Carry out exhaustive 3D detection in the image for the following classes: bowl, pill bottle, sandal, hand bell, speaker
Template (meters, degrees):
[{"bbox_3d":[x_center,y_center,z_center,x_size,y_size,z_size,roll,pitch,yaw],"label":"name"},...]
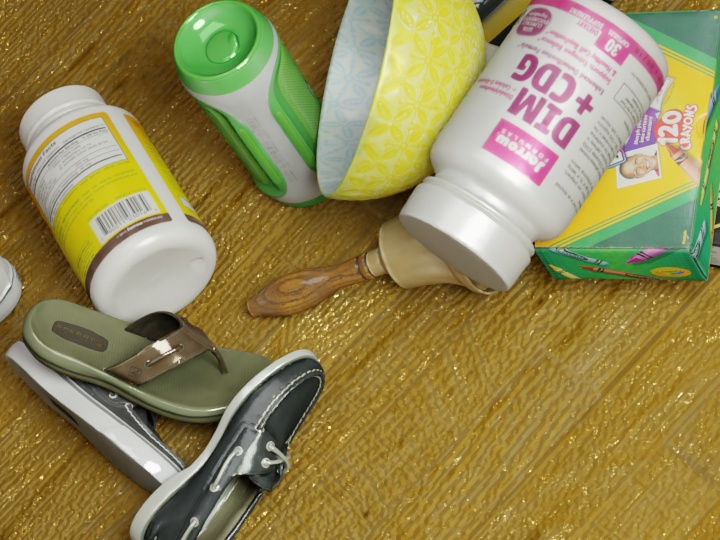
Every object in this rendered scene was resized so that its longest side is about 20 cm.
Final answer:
[{"bbox_3d":[0.045,-0.141,1.665,0.108,0.200,0.200,13,63,-13],"label":"bowl"},{"bbox_3d":[0.121,-0.092,1.579,0.113,0.113,0.200,29,79,31],"label":"pill bottle"},{"bbox_3d":[-0.163,0.062,1.718,0.201,0.057,0.080,16,40,-4],"label":"sandal"},{"bbox_3d":[0.000,0.000,1.733,0.200,0.104,0.104,-21,57,25],"label":"hand bell"},{"bbox_3d":[-0.076,-0.128,1.745,0.088,0.200,0.089,-9,60,16],"label":"speaker"},{"bbox_3d":[-0.205,-0.058,1.812,0.109,0.109,0.200,-34,56,1],"label":"pill bottle"}]

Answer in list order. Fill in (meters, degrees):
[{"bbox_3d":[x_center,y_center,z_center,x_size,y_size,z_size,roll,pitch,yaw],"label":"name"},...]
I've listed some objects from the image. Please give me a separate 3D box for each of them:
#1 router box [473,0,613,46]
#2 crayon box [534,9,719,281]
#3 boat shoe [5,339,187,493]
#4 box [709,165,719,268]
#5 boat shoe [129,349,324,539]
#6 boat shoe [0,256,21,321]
[{"bbox_3d":[0.114,-0.241,1.733,0.200,0.052,0.157,-45,73,19],"label":"router box"},{"bbox_3d":[0.205,-0.092,1.645,0.119,0.058,0.200,0,65,24],"label":"crayon box"},{"bbox_3d":[-0.196,0.103,1.752,0.066,0.070,0.200,-44,54,-16],"label":"boat shoe"},{"bbox_3d":[0.224,-0.090,1.700,0.200,0.049,0.161,10,66,27],"label":"box"},{"bbox_3d":[-0.087,0.150,1.681,0.060,0.076,0.200,41,94,33],"label":"boat shoe"},{"bbox_3d":[-0.370,0.056,1.839,0.074,0.065,0.200,34,79,31],"label":"boat shoe"}]
